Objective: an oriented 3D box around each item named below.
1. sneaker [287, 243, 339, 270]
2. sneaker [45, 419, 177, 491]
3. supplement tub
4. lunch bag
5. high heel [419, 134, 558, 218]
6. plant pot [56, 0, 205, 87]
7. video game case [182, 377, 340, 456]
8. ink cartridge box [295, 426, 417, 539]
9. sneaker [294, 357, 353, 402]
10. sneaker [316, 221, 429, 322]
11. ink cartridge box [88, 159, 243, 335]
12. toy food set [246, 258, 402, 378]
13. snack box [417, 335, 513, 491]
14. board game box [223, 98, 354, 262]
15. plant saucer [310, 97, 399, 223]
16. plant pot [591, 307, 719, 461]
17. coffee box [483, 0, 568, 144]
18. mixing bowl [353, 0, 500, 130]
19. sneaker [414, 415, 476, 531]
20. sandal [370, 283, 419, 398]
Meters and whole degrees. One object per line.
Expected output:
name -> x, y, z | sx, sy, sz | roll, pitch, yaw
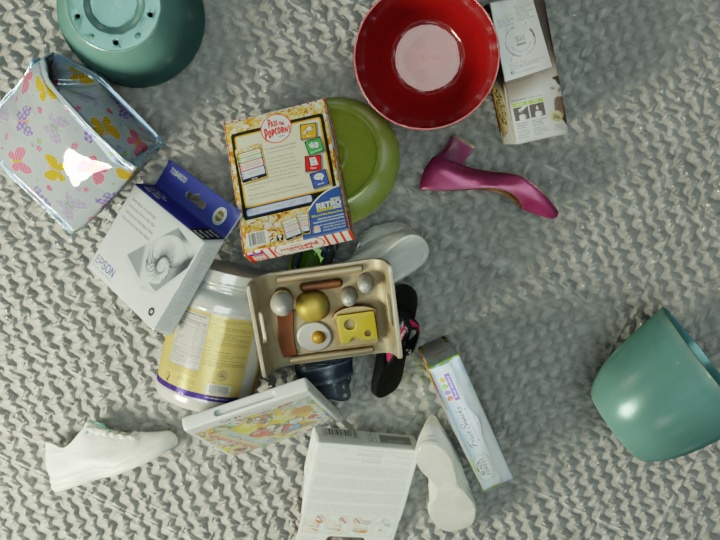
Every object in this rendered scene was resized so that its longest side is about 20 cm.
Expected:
sneaker -> -0.053, -0.056, 1.447 | 0.074, 0.081, 0.200 | 15, 97, -5
sneaker -> -0.377, 0.261, 1.478 | 0.200, 0.075, 0.089 | -17, 86, 1
supplement tub -> -0.207, 0.093, 1.428 | 0.145, 0.145, 0.200 | 13, 96, -4
lunch bag -> -0.402, -0.185, 1.374 | 0.200, 0.127, 0.170 | 44, 121, -11
high heel -> 0.188, -0.110, 1.452 | 0.200, 0.067, 0.096 | 34, 85, -1
plant pot -> -0.324, -0.355, 1.357 | 0.200, 0.161, 0.201 | 0, 98, -2
video game case -> -0.136, 0.215, 1.424 | 0.182, 0.200, 0.023 | -19, 67, 5
ink cartridge box -> -0.010, 0.338, 1.516 | 0.160, 0.047, 0.200 | 7, 114, -14
sneaker -> -0.007, 0.111, 1.478 | 0.202, 0.077, 0.146 | -16, 107, -9
sneaker -> 0.000, 0.000, 1.441 | 0.200, 0.116, 0.074 | -29, 109, 0
ink cartridge box -> -0.281, -0.042, 1.399 | 0.041, 0.200, 0.200 | 26, 97, -50
toy food set -> -0.047, 0.069, 1.367 | 0.200, 0.060, 0.144 | -8, 110, 2
snack box -> 0.152, 0.207, 1.459 | 0.053, 0.142, 0.200 | -24, 98, 1
board game box -> -0.100, -0.126, 1.379 | 0.151, 0.046, 0.200 | -12, 74, 6
plant saucer -> -0.044, -0.161, 1.420 | 0.200, 0.031, 0.200 | -2, 76, 8
plant pot -> 0.437, 0.181, 1.441 | 0.161, 0.201, 0.201 | -39, 98, 16
coffee box -> 0.229, -0.285, 1.413 | 0.080, 0.113, 0.200 | -13, 98, -1
mixing bowl -> 0.094, -0.303, 1.400 | 0.200, 0.108, 0.200 | 1, 102, 5
sneaker -> 0.133, 0.308, 1.510 | 0.075, 0.089, 0.200 | -8, 123, 12
sandal -> 0.058, 0.108, 1.444 | 0.075, 0.045, 0.200 | -19, 129, -36
